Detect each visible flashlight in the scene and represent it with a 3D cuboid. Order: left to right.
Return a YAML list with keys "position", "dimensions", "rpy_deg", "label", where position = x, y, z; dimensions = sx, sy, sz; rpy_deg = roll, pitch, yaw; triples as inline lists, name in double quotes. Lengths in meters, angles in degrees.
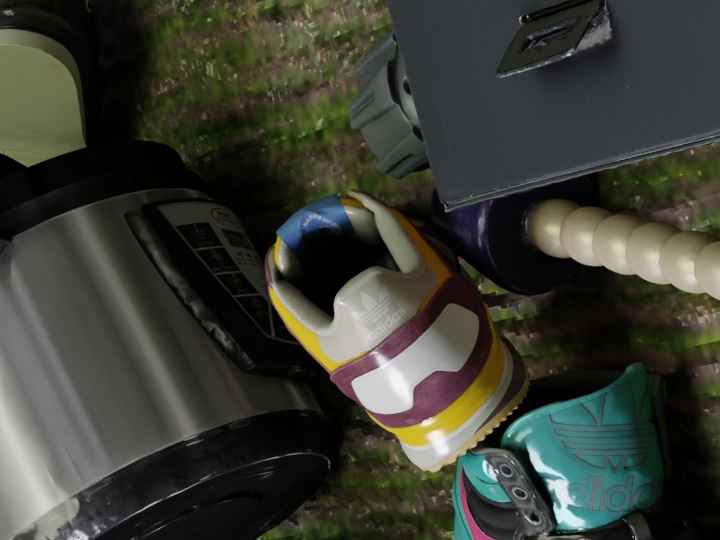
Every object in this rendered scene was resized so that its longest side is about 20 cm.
- position: [0.060, -0.088, 1.067]
  dimensions: [0.200, 0.067, 0.068]
  rpy_deg: [-37, 75, 55]
  label: "flashlight"

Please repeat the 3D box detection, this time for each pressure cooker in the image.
- position: [-0.126, 0.036, 1.301]
  dimensions: [0.201, 0.178, 0.176]
  rpy_deg: [62, 149, 17]
  label: "pressure cooker"

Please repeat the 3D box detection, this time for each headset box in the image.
- position: [0.124, -0.091, 0.843]
  dimensions: [0.174, 0.199, 0.093]
  rpy_deg: [-13, 92, 57]
  label: "headset box"

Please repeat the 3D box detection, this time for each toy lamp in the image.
- position: [0.097, -0.010, 1.054]
  dimensions: [0.200, 0.058, 0.059]
  rpy_deg: [13, 115, 52]
  label: "toy lamp"

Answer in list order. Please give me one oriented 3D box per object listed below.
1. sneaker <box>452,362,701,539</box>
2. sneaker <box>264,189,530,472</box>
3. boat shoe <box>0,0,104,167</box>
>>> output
- position: [0.099, 0.098, 1.081]
  dimensions: [0.200, 0.083, 0.121]
  rpy_deg: [35, 141, 47]
  label: "sneaker"
- position: [0.000, 0.000, 1.135]
  dimensions: [0.090, 0.075, 0.200]
  rpy_deg: [52, 176, -24]
  label: "sneaker"
- position: [-0.156, -0.063, 1.418]
  dimensions: [0.202, 0.073, 0.063]
  rpy_deg: [100, 179, -51]
  label: "boat shoe"
